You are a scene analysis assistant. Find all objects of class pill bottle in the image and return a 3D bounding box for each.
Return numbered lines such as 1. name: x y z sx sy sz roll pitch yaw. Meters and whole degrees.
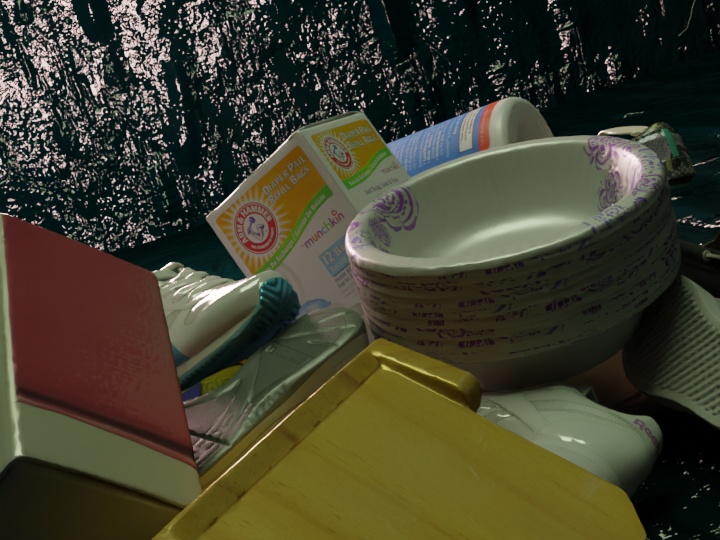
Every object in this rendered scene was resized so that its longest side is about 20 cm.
1. pill bottle: 0.062 -0.061 1.162 0.199 0.113 0.112 -17 8 31

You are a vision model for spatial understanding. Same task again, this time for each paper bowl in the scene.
1. paper bowl: 0.096 0.000 0.860 0.199 0.105 0.201 -13 22 5

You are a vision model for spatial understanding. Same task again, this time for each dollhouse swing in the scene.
1. dollhouse swing: 0.006 0.161 0.680 0.200 0.175 0.182 -39 -18 -49

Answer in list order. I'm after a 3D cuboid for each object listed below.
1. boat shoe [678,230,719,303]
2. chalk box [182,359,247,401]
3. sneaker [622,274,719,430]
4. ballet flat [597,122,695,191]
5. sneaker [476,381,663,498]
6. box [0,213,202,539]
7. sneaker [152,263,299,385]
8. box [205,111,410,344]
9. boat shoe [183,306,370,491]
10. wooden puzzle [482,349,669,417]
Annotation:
1. boat shoe: 0.245 0.000 0.955 0.198 0.061 0.074 5 1 -5
2. chalk box: -0.119 0.092 1.098 0.199 0.125 0.125 -14 11 30
3. sneaker: 0.216 0.064 0.805 0.074 0.082 0.200 -57 17 9
4. ballet flat: 0.203 -0.079 1.157 0.072 0.073 0.200 -23 -1 -27
5. sneaker: 0.082 0.104 0.799 0.199 0.075 0.099 6 30 45
6. box: -0.171 0.088 0.749 0.128 0.108 0.201 -52 34 23
7. sneaker: -0.118 0.034 0.917 0.076 0.081 0.199 -19 -5 -44
8. box: 0.000 0.000 1.017 0.112 0.201 0.101 -38 -5 30
9. boat shoe: -0.068 0.102 0.826 0.202 0.065 0.074 -40 33 -24
10. wooden puzzle: 0.140 0.085 0.934 0.199 0.038 0.185 -26 12 -20
